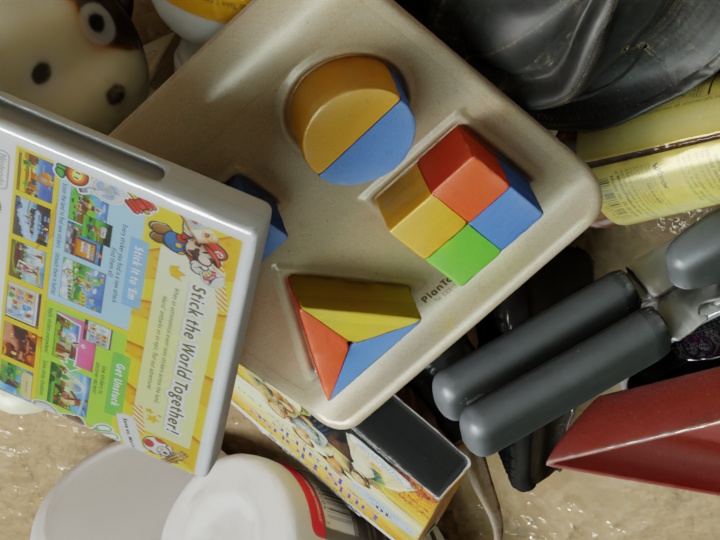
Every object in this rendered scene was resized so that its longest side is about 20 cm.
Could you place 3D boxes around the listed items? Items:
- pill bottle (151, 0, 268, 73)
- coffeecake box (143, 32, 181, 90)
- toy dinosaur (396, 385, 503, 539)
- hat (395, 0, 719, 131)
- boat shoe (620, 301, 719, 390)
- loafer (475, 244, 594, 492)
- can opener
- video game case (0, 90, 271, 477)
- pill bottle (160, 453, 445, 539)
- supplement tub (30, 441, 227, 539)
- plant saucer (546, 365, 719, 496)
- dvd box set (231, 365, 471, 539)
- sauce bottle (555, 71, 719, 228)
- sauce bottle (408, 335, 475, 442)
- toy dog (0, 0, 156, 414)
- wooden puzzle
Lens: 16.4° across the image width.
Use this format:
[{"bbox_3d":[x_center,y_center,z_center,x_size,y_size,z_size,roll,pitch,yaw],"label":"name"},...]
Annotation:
[{"bbox_3d":[-0.040,-0.165,1.139,0.113,0.113,0.200,13,122,14],"label":"pill bottle"},{"bbox_3d":[-0.134,-0.027,1.395,0.200,0.073,0.154,-20,123,40],"label":"coffeecake box"},{"bbox_3d":[0.051,0.078,1.373,0.060,0.106,0.200,-21,95,14],"label":"toy dinosaur"},{"bbox_3d":[0.086,-0.131,1.144,0.200,0.081,0.201,9,125,14],"label":"hat"},{"bbox_3d":[0.213,0.022,1.277,0.200,0.069,0.072,-16,125,38],"label":"boat shoe"},{"bbox_3d":[0.103,0.055,1.362,0.071,0.073,0.200,-18,149,-8],"label":"loafer"},{"bbox_3d":[0.126,0.019,1.231,0.053,0.200,0.066,53,171,38],"label":"can opener"},{"bbox_3d":[-0.137,0.001,1.127,0.182,0.023,0.200,23,143,6],"label":"video game case"},{"bbox_3d":[-0.015,0.183,1.485,0.111,0.111,0.200,-16,153,38],"label":"pill bottle"},{"bbox_3d":[-0.112,0.213,1.585,0.140,0.140,0.200,-1,133,27],"label":"supplement tub"},{"bbox_3d":[0.229,0.076,1.288,0.200,0.037,0.200,-18,159,38],"label":"plant saucer"},{"bbox_3d":[-0.013,0.082,1.331,0.146,0.029,0.200,40,167,6],"label":"dvd box set"},{"bbox_3d":[0.190,-0.066,1.199,0.200,0.066,0.066,-10,128,35],"label":"sauce bottle"},{"bbox_3d":[0.000,0.000,1.280,0.200,0.065,0.065,52,137,2],"label":"sauce bottle"},{"bbox_3d":[-0.152,-0.064,1.224,0.194,0.140,0.200,52,152,25],"label":"toy dog"},{"bbox_3d":[-0.012,-0.024,1.144,0.185,0.046,0.200,-41,123,17],"label":"wooden puzzle"}]
